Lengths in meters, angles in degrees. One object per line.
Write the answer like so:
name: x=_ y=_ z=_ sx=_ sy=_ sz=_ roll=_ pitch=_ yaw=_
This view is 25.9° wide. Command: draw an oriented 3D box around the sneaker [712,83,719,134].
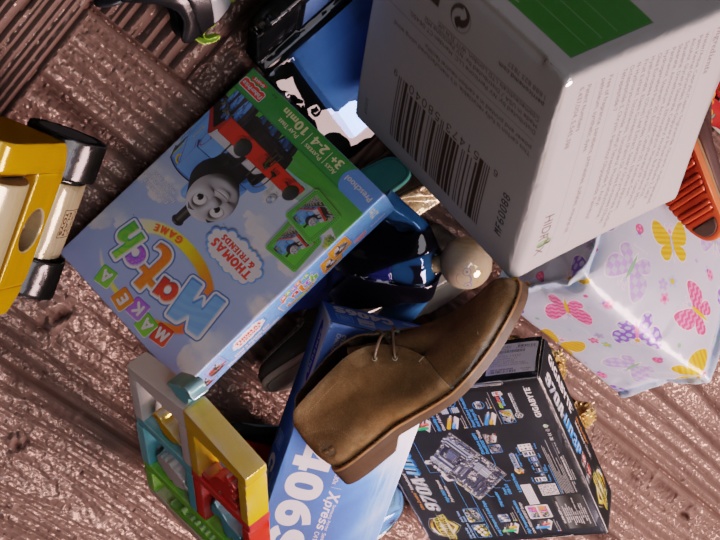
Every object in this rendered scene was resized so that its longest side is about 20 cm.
sneaker: x=0.301 y=-0.152 z=1.307 sx=0.200 sy=0.085 sz=0.077 roll=17 pitch=101 yaw=-28

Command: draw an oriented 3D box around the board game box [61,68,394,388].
board game box: x=-0.099 y=-0.029 z=1.149 sx=0.200 sy=0.151 sz=0.037 roll=-45 pitch=159 yaw=-2

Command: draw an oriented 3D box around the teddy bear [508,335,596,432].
teddy bear: x=0.111 y=0.097 z=1.297 sx=0.145 sy=0.067 sz=0.200 roll=-15 pitch=136 yaw=14

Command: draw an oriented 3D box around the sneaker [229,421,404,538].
sneaker: x=-0.045 y=0.171 z=1.261 sx=0.200 sy=0.078 sz=0.090 roll=18 pitch=141 yaw=-29

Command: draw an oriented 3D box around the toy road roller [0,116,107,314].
toy road roller: x=-0.273 y=-0.052 z=1.041 sx=0.146 sy=0.200 sz=0.123 roll=23 pitch=100 yaw=8

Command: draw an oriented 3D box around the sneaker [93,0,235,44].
sneaker: x=-0.167 y=-0.221 z=1.084 sx=0.200 sy=0.072 sz=0.083 roll=31 pitch=96 yaw=-30

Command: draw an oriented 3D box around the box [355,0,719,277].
box: x=0.128 y=-0.149 z=1.117 sx=0.171 sy=0.199 sz=0.200 roll=-24 pitch=147 yaw=-28

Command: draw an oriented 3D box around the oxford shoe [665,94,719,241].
oxford shoe: x=0.256 y=-0.122 z=1.225 sx=0.072 sy=0.071 sz=0.200 roll=-16 pitch=82 yaw=-25

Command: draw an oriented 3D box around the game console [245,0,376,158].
game console: x=0.025 y=-0.191 z=1.158 sx=0.200 sy=0.176 sz=0.116 roll=-43 pitch=91 yaw=-4

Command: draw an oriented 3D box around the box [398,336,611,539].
box: x=0.102 y=0.145 z=1.277 sx=0.159 sy=0.046 sz=0.200 roll=-9 pitch=131 yaw=23

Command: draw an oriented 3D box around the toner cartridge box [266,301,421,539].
toner cartridge box: x=-0.014 y=0.131 z=1.194 sx=0.095 sy=0.043 sz=0.200 roll=14 pitch=106 yaw=-16

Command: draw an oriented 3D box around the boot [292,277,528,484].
boot: x=0.033 y=0.065 z=1.114 sx=0.200 sy=0.074 sz=0.075 roll=-43 pitch=101 yaw=16

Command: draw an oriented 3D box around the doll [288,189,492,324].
doll: x=0.000 y=0.000 z=1.187 sx=0.200 sy=0.048 sz=0.137 roll=-5 pitch=119 yaw=8

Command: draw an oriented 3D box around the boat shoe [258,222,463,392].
boat shoe: x=-0.001 y=0.030 z=1.268 sx=0.200 sy=0.057 sz=0.067 roll=-29 pitch=156 yaw=-8

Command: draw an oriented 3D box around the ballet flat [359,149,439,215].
ballet flat: x=0.048 y=-0.072 z=1.248 sx=0.200 sy=0.071 sz=0.065 roll=-29 pitch=142 yaw=-7

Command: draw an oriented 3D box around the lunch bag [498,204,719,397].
lunch bag: x=0.222 y=-0.022 z=1.296 sx=0.170 sy=0.127 sz=0.200 roll=36 pitch=60 yaw=-27

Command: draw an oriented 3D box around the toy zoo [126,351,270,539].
toy zoo: x=-0.115 y=0.142 z=1.130 sx=0.020 sy=0.131 sz=0.200 roll=-36 pitch=150 yaw=-26
